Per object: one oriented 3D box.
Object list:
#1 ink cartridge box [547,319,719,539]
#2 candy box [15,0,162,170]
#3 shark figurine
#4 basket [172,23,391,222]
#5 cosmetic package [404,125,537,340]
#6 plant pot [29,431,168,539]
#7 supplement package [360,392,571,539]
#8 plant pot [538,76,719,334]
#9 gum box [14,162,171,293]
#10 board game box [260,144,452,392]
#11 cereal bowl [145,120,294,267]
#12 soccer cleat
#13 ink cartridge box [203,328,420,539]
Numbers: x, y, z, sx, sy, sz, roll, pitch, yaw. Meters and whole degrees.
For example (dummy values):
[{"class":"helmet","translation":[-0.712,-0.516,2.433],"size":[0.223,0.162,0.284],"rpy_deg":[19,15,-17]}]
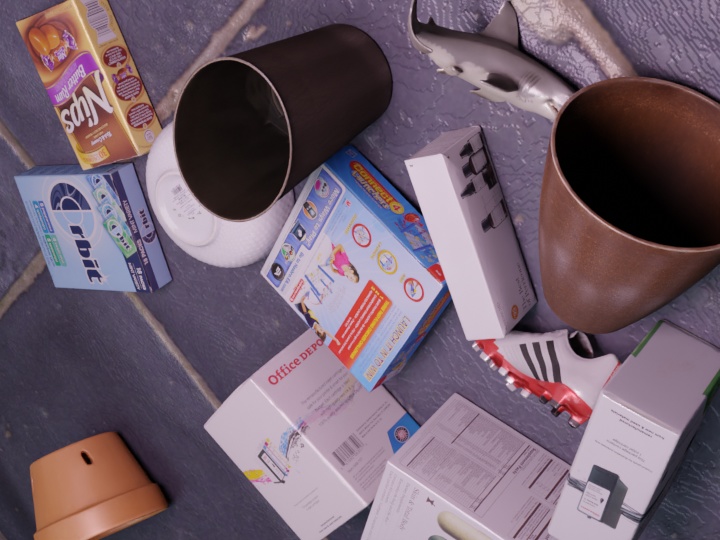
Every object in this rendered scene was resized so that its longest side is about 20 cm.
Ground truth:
[{"class":"ink cartridge box","translation":[0.270,0.172,1.133],"size":[0.083,0.147,0.200],"rpy_deg":[29,132,21]},{"class":"candy box","translation":[-0.328,-0.230,1.419],"size":[0.117,0.056,0.200],"rpy_deg":[-8,112,40]},{"class":"shark figurine","translation":[0.108,-0.212,1.059],"size":[0.128,0.214,0.090],"rpy_deg":[28,95,59]},{"class":"basket","translation":[-0.067,-0.163,1.153],"size":[0.136,0.200,0.180],"rpy_deg":[39,134,12]},{"class":"cosmetic package","translation":[0.115,-0.037,1.171],"size":[0.051,0.083,0.200],"rpy_deg":[-5,113,40]},{"class":"plant pot","translation":[-0.406,0.331,1.745],"size":[0.200,0.200,0.140],"rpy_deg":[-32,77,45]},{"class":"supplement package","translation":[0.133,0.276,1.300],"size":[0.200,0.151,0.152],"rpy_deg":[31,131,19]},{"class":"plant pot","translation":[0.234,-0.035,1.031],"size":[0.187,0.187,0.200],"rpy_deg":[35,147,16]},{"class":"gum box","translation":[-0.360,-0.057,1.557],"size":[0.200,0.045,0.170],"rpy_deg":[2,117,38]},{"class":"board game box","translation":[0.000,0.000,1.285],"size":[0.196,0.056,0.200],"rpy_deg":[47,135,15]},{"class":"cereal bowl","translation":[-0.180,-0.087,1.372],"size":[0.200,0.083,0.200],"rpy_deg":[20,128,28]},{"class":"soccer cleat","translation":[0.190,0.090,1.189],"size":[0.069,0.085,0.200],"rpy_deg":[47,173,-29]},{"class":"ink cartridge box","translation":[-0.054,0.195,1.400],"size":[0.200,0.147,0.145],"rpy_deg":[48,135,4]}]
